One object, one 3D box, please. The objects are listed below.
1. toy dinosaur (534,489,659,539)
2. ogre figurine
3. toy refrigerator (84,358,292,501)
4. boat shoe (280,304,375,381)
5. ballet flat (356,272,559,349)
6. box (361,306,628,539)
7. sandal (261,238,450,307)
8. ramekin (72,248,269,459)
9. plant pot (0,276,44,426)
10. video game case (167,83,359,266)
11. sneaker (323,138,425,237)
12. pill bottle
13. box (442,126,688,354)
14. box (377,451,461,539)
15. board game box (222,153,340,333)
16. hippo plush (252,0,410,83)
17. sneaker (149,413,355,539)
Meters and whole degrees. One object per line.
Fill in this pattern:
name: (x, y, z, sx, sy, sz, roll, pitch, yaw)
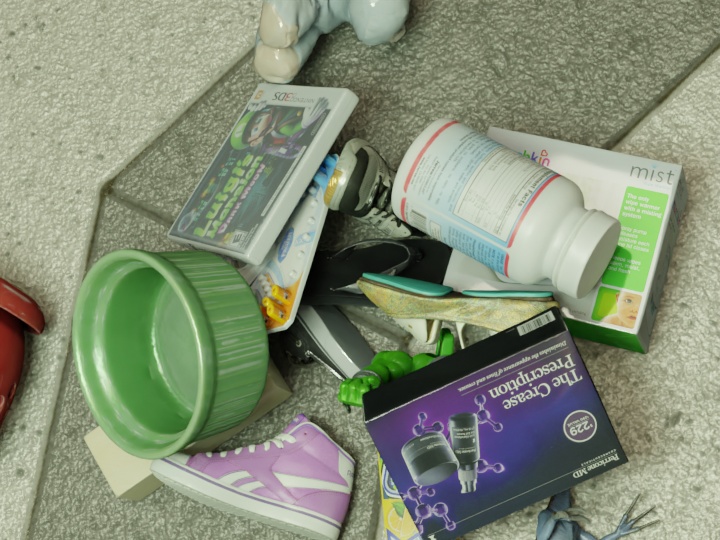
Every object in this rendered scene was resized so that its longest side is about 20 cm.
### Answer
toy dinosaur: (0.176, 0.255, 1.413, 0.200, 0.105, 0.182, -26, 48, 19)
ogre figurine: (0.083, 0.115, 1.448, 0.199, 0.120, 0.098, -12, 107, 4)
toy refrigerator: (-0.176, 0.150, 1.542, 0.200, 0.070, 0.076, -36, 72, 4)
boat shoe: (-0.060, 0.062, 1.542, 0.200, 0.070, 0.066, 46, 108, 18)
ballet flat: (0.088, 0.043, 1.417, 0.199, 0.071, 0.071, 6, 76, 18)
box: (0.120, 0.143, 1.355, 0.200, 0.079, 0.141, -25, 106, 6)
sandal: (0.000, 0.001, 1.516, 0.200, 0.043, 0.076, -7, 54, -13)
ramekin: (-0.179, 0.074, 1.431, 0.200, 0.098, 0.201, 10, 104, 43)
plant pot: (-0.445, 0.078, 1.564, 0.200, 0.200, 0.183, 23, 78, 20)
video game case: (-0.104, -0.104, 1.534, 0.182, 0.023, 0.200, 14, 71, 56)
sneaker: (0.026, -0.076, 1.485, 0.088, 0.200, 0.076, 27, 93, 15)
pill bottle: (0.137, -0.055, 1.398, 0.200, 0.109, 0.109, 30, 83, 20)
box: (0.206, -0.031, 1.482, 0.200, 0.097, 0.177, 14, 80, 19)
box: (0.062, 0.271, 1.442, 0.064, 0.070, 0.201, -10, 71, 12)
board game box: (-0.117, -0.018, 1.518, 0.200, 0.026, 0.200, -15, 50, 45)
hippo plush: (-0.028, -0.274, 1.606, 0.160, 0.200, 0.160, 7, 108, -6)
sneaker: (-0.104, 0.190, 1.498, 0.200, 0.073, 0.115, 18, 74, -6)
